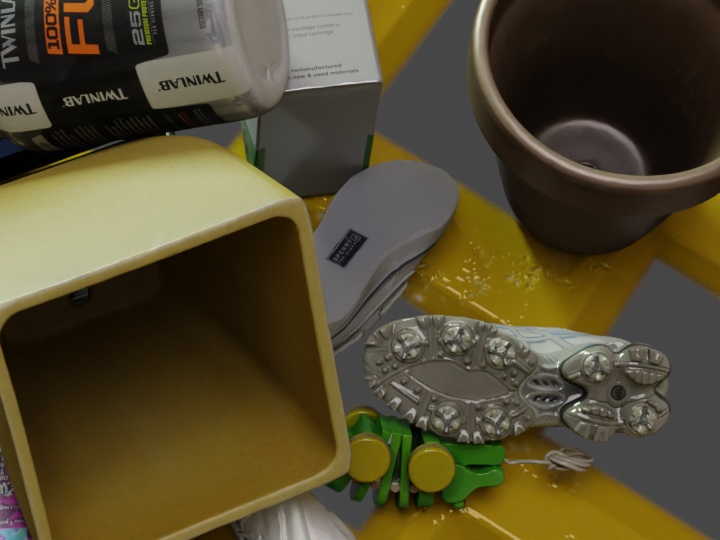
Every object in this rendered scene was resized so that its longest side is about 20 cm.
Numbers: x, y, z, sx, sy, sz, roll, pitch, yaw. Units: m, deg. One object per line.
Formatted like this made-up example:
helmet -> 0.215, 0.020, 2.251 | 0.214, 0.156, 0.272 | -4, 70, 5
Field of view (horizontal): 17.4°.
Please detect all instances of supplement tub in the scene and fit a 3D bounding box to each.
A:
supplement tub -> -0.152, -0.140, 1.431 | 0.198, 0.123, 0.123 | -9, 63, 16

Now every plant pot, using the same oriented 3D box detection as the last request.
plant pot -> 0.161, -0.100, 1.533 | 0.198, 0.175, 0.202 | 2, 64, -4
plant pot -> -0.143, 0.029, 1.392 | 0.193, 0.197, 0.200 | -20, 33, -17

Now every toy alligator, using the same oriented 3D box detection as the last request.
toy alligator -> 0.047, 0.127, 1.484 | 0.198, 0.059, 0.055 | 10, 108, -8

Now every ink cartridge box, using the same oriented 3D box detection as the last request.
ink cartridge box -> -0.045, -0.170, 1.565 | 0.084, 0.146, 0.201 | -7, 64, -8

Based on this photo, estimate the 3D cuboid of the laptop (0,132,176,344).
laptop -> -0.198, -0.078, 1.526 | 0.176, 0.104, 0.201 | -20, 54, -14

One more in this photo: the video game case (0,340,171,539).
video game case -> -0.210, 0.137, 1.459 | 0.198, 0.036, 0.183 | -4, 64, -7

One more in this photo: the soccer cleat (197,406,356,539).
soccer cleat -> -0.050, 0.164, 1.446 | 0.078, 0.069, 0.200 | -42, 77, -17

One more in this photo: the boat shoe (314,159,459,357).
boat shoe -> 0.000, 0.000, 1.530 | 0.072, 0.066, 0.200 | 25, 43, 11

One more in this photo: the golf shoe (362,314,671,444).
golf shoe -> 0.096, 0.067, 1.500 | 0.198, 0.097, 0.079 | 9, 97, -7
